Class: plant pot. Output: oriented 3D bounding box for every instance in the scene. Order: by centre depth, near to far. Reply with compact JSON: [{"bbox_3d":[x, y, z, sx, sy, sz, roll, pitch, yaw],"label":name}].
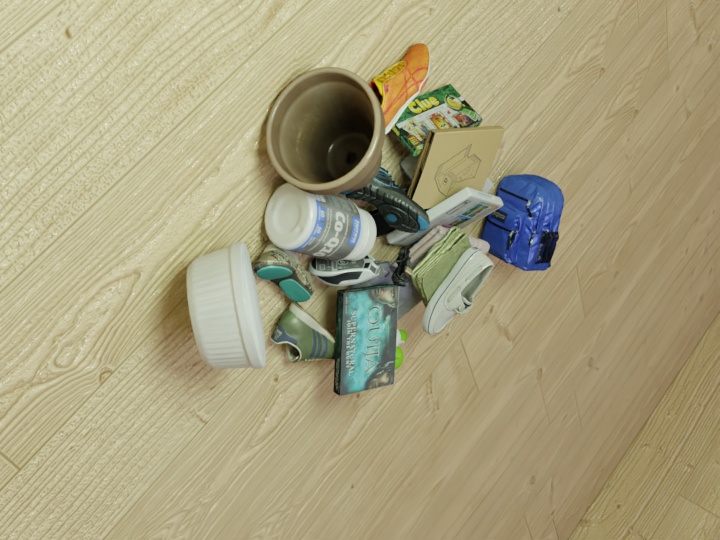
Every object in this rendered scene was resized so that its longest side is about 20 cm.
[{"bbox_3d":[-0.038,-0.208,1.458,0.203,0.198,0.174,-61,160,-2],"label":"plant pot"}]

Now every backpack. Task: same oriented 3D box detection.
[{"bbox_3d":[0.372,-0.116,2.009,0.166,0.161,0.204,-2,113,-46],"label":"backpack"}]

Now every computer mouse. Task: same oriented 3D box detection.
[{"bbox_3d":[0.000,0.000,1.629,0.195,0.110,0.045,-2,122,-1],"label":"computer mouse"}]

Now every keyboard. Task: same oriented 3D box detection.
[{"bbox_3d":[0.079,-0.126,1.701,0.196,0.021,0.128,-21,147,-20],"label":"keyboard"}]

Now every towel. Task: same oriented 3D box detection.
[{"bbox_3d":[0.173,0.009,1.776,0.148,0.036,0.201,-42,144,-9],"label":"towel"},{"bbox_3d":[0.155,-0.013,1.836,0.190,0.033,0.198,-41,151,25],"label":"towel"}]

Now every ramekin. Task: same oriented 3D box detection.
[{"bbox_3d":[-0.213,0.061,1.387,0.092,0.204,0.206,-10,127,-2],"label":"ramekin"}]

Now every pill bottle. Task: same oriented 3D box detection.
[{"bbox_3d":[-0.065,-0.079,1.538,0.198,0.113,0.116,13,101,-52],"label":"pill bottle"}]

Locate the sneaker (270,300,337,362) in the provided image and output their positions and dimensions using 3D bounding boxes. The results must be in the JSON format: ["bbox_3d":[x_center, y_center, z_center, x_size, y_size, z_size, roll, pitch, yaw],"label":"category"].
[{"bbox_3d":[-0.104,0.138,1.665,0.090,0.067,0.200,-49,141,-6],"label":"sneaker"}]

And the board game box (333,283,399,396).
[{"bbox_3d":[0.012,0.132,1.693,0.133,0.028,0.205,-7,107,-34],"label":"board game box"}]

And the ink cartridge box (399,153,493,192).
[{"bbox_3d":[0.178,-0.194,1.778,0.116,0.067,0.199,-43,144,10],"label":"ink cartridge box"}]

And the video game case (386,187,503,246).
[{"bbox_3d":[0.172,-0.102,1.765,0.198,0.024,0.181,-30,164,25],"label":"video game case"}]

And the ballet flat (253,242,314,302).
[{"bbox_3d":[-0.136,-0.006,1.534,0.200,0.066,0.077,44,36,-63],"label":"ballet flat"}]

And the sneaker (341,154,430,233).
[{"bbox_3d":[0.049,-0.145,1.594,0.073,0.198,0.083,-43,-162,49],"label":"sneaker"}]

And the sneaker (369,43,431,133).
[{"bbox_3d":[0.062,-0.335,1.582,0.077,0.072,0.202,44,73,-41],"label":"sneaker"}]

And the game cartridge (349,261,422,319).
[{"bbox_3d":[0.057,0.043,1.776,0.129,0.039,0.198,-37,151,26],"label":"game cartridge"}]

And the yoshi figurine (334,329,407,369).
[{"bbox_3d":[0.034,0.168,1.820,0.198,0.112,0.113,-2,128,-52],"label":"yoshi figurine"}]

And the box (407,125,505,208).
[{"bbox_3d":[0.181,-0.196,1.678,0.197,0.021,0.166,-11,131,-40],"label":"box"}]

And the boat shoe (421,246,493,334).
[{"bbox_3d":[0.197,0.053,1.753,0.202,0.066,0.071,-56,144,9],"label":"boat shoe"}]

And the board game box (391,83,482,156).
[{"bbox_3d":[0.138,-0.290,1.674,0.198,0.105,0.024,-30,159,-38],"label":"board game box"}]
